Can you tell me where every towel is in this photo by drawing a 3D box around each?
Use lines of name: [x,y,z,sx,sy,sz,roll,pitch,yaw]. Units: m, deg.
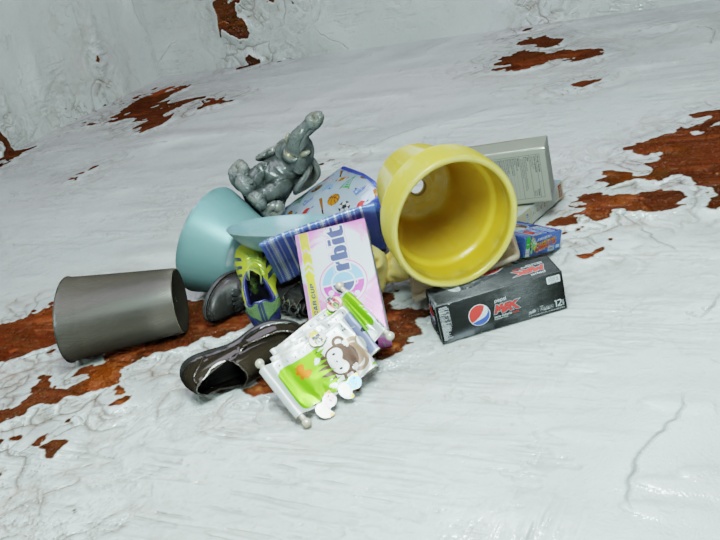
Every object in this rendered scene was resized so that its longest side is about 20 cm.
towel: [-0.055,-0.042,1.501,0.197,0.145,0.024,-20,64,0]

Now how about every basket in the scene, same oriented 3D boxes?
basket: [-0.406,0.067,1.606,0.196,0.138,0.181,-10,27,2]

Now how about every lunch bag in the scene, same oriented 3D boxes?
lunch bag: [-0.040,-0.096,1.720,0.169,0.125,0.200,-39,19,-10]

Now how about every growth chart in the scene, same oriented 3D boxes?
growth chart: [-0.047,0.118,1.306,0.144,0.018,0.200,37,63,24]

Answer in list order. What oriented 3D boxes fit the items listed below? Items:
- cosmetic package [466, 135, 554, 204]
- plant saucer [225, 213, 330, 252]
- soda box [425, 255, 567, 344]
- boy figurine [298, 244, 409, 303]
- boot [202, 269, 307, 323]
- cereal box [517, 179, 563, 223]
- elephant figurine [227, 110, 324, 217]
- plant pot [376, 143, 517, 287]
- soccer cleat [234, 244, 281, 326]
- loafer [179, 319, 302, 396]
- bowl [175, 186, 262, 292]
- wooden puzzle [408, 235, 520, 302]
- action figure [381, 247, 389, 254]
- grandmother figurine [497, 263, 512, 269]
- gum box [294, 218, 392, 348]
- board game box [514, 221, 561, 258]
cosmetic package: [0.247,-0.175,1.693,0.197,0.105,0.073,-5,24,18]
plant saucer: [-0.127,-0.060,1.571,0.197,0.039,0.201,-4,14,1]
soda box: [0.201,0.042,1.387,0.197,0.064,0.071,-15,23,-3]
boy figurine: [0.000,0.000,1.523,0.197,0.126,0.065,-14,35,-13]
boot: [-0.154,0.044,1.593,0.173,0.070,0.199,22,49,42]
cereal box: [0.270,-0.118,1.734,0.142,0.040,0.199,8,32,41]
elephant figurine: [-0.134,-0.193,1.728,0.200,0.142,0.155,-45,33,-7]
plant pot: [0.112,-0.104,1.414,0.198,0.203,0.189,-18,27,-9]
soccer cleat: [-0.171,0.011,1.532,0.064,0.084,0.201,-17,44,-4]
loafer: [-0.169,0.141,1.388,0.198,0.074,0.071,-24,34,-10]
bowl: [-0.236,-0.040,1.702,0.104,0.203,0.201,21,36,21]
wooden puzzle: [0.155,-0.055,1.496,0.183,0.037,0.202,-23,48,18]
action figure: [0.042,-0.042,1.650,0.129,0.070,0.199,-20,7,39]
grandmother figurine: [0.168,-0.015,1.544,0.120,0.062,0.199,-17,24,-29]
gum box: [-0.025,0.034,1.409,0.112,0.066,0.203,-13,64,3]
board game box: [0.220,-0.064,1.566,0.198,0.035,0.134,15,16,36]
